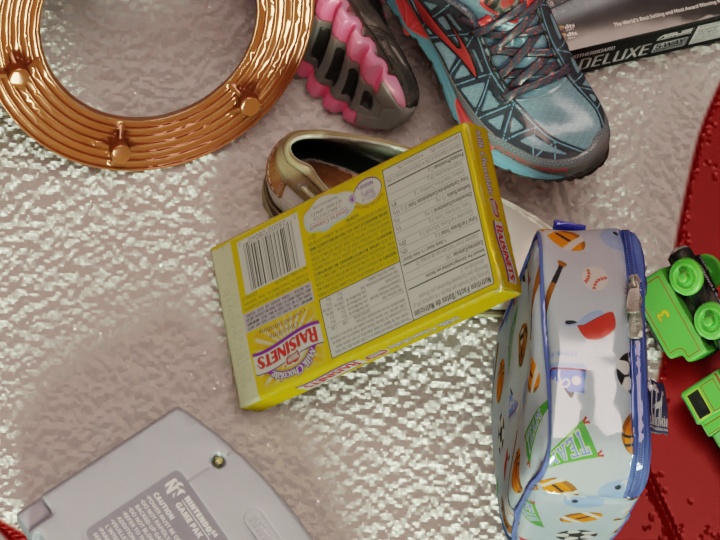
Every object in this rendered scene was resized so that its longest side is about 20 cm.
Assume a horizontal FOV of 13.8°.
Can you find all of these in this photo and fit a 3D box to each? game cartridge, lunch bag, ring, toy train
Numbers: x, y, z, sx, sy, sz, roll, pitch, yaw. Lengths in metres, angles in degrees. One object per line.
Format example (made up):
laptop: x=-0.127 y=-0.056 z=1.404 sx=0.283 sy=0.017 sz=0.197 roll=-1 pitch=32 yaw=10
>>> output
game cartridge: x=-0.086 y=0.184 z=1.685 sx=0.133 sy=0.041 sz=0.200 roll=-33 pitch=77 yaw=-13
lunch bag: x=0.119 y=0.063 z=1.663 sx=0.075 sy=0.200 sz=0.161 roll=2 pitch=70 yaw=-6
ring: x=-0.121 y=-0.143 z=1.728 sx=0.199 sy=0.201 sz=0.019 roll=-11 pitch=34 yaw=-10
toy train: x=0.224 y=0.080 z=1.747 sx=0.056 sy=0.042 sz=0.201 roll=-35 pitch=77 yaw=29

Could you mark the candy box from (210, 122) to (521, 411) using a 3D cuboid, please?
candy box: x=0.000 y=0.000 z=1.695 sx=0.026 sy=0.199 sz=0.103 roll=9 pitch=62 yaw=-50

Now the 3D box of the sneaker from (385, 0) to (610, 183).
sneaker: x=0.075 y=-0.139 z=1.734 sx=0.079 sy=0.096 sz=0.200 roll=-35 pitch=78 yaw=-15

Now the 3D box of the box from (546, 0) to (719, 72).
box: x=0.131 y=-0.203 z=1.840 sx=0.199 sy=0.050 sz=0.159 roll=-13 pitch=73 yaw=-10

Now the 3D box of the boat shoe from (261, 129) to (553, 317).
boat shoe: x=0.038 y=-0.029 z=1.757 sx=0.199 sy=0.068 sz=0.075 roll=17 pitch=69 yaw=0

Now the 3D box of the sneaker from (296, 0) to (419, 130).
sneaker: x=-0.016 y=-0.179 z=1.810 sx=0.095 sy=0.079 sz=0.200 roll=-29 pitch=79 yaw=-36
